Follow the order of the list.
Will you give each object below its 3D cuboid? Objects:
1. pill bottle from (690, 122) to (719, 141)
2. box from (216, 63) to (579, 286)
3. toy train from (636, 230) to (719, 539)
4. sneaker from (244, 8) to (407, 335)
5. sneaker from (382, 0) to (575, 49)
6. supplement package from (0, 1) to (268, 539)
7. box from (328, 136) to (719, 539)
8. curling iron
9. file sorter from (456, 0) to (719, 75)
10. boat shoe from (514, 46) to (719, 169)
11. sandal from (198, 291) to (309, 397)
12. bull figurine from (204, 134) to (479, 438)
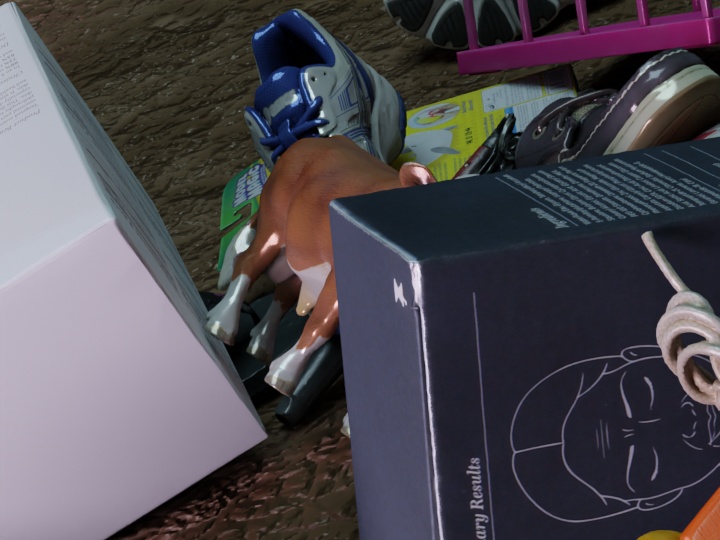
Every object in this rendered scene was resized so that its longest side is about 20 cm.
[{"bbox_3d":[0.168,-0.006,1.149,0.200,0.116,0.116,-31,27,-24],"label":"pill bottle"},{"bbox_3d":[0.024,-0.040,1.413,0.200,0.048,0.117,-14,26,7],"label":"box"},{"bbox_3d":[0.107,0.100,0.912,0.116,0.200,0.085,-33,-11,-7],"label":"toy train"},{"bbox_3d":[-0.023,-0.049,1.311,0.075,0.088,0.200,-34,32,16],"label":"sneaker"},{"bbox_3d":[0.109,-0.186,1.640,0.200,0.081,0.083,-15,8,-6],"label":"sneaker"},{"bbox_3d":[-0.165,0.013,1.248,0.152,0.151,0.200,-32,39,1],"label":"supplement package"},{"bbox_3d":[0.102,0.040,1.005,0.200,0.149,0.107,-9,16,-16],"label":"box"},{"bbox_3d":[0.022,-0.004,1.308,0.200,0.026,0.050,-48,2,-17],"label":"curling iron"},{"bbox_3d":[0.156,-0.180,1.422,0.139,0.126,0.200,-13,6,-35],"label":"file sorter"},{"bbox_3d":[0.102,-0.048,1.222,0.072,0.065,0.200,-28,-16,-23],"label":"boat shoe"},{"bbox_3d":[-0.104,0.052,1.318,0.200,0.048,0.075,-29,26,-16],"label":"sandal"},{"bbox_3d":[0.000,0.000,1.163,0.121,0.065,0.200,-56,24,1],"label":"bull figurine"}]
